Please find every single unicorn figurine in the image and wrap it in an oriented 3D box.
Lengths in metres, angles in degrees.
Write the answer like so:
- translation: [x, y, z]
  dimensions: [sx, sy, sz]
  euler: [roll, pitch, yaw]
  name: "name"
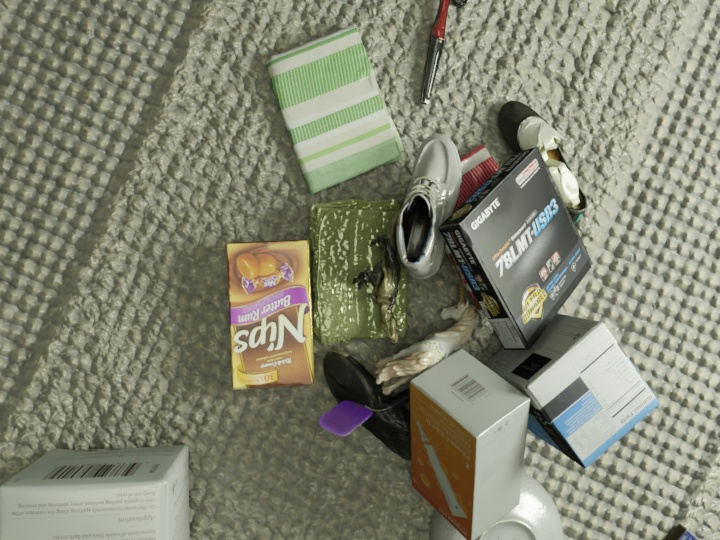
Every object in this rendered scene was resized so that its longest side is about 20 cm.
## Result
- translation: [0.096, 0.107, 0.999]
  dimensions: [0.137, 0.200, 0.074]
  euler: [-35, 99, 23]
  name: "unicorn figurine"

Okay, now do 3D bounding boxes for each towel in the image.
- translation: [0.177, -0.064, 1.037]
  dimensions: [0.143, 0.023, 0.202]
  euler: [-33, 92, -16]
  name: "towel"
- translation: [-0.037, -0.231, 1.031]
  dimensions: [0.150, 0.023, 0.203]
  euler: [-21, 93, -4]
  name: "towel"
- translation: [0.000, 0.000, 1.019]
  dimensions: [0.146, 0.036, 0.204]
  euler: [-3, 91, -16]
  name: "towel"

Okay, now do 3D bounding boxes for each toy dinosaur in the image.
- translation: [0.034, -0.006, 0.978]
  dimensions: [0.047, 0.088, 0.204]
  euler: [4, 82, 30]
  name: "toy dinosaur"

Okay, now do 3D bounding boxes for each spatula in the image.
- translation: [0.025, 0.181, 0.969]
  dimensions: [0.198, 0.056, 0.021]
  euler: [-8, 107, -48]
  name: "spatula"

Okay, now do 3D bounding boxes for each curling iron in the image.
- translation: [0.122, -0.339, 1.040]
  dimensions: [0.049, 0.026, 0.203]
  euler: [18, 89, -2]
  name: "curling iron"

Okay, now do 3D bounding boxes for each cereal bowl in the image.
- translation: [0.200, 0.388, 1.025]
  dimensions: [0.196, 0.083, 0.204]
  euler: [0, 91, -5]
  name: "cereal bowl"

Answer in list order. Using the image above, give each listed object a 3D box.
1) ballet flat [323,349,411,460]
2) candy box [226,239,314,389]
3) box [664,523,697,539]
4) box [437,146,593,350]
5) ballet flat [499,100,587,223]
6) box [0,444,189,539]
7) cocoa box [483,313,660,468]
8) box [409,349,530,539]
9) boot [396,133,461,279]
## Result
- translation: [0.020, 0.192, 1.033]
  dimensions: [0.200, 0.057, 0.066]
  euler: [46, 114, 1]
  name: "ballet flat"
- translation: [-0.125, 0.060, 1.009]
  dimensions: [0.114, 0.056, 0.204]
  euler: [-3, 92, -6]
  name: "candy box"
- translation: [0.511, 0.495, 1.077]
  dimensions: [0.200, 0.032, 0.121]
  euler: [44, 87, -2]
  name: "box"
- translation: [0.218, -0.031, 0.977]
  dimensions: [0.200, 0.049, 0.200]
  euler: [-42, 111, -33]
  name: "box"
- translation: [0.271, -0.161, 1.034]
  dimensions: [0.067, 0.068, 0.202]
  euler: [-32, 93, -10]
  name: "ballet flat"
- translation: [-0.327, 0.331, 0.921]
  dimensions: [0.195, 0.200, 0.175]
  euler: [-1, 89, -5]
  name: "box"
- translation: [0.275, 0.152, 0.970]
  dimensions: [0.133, 0.200, 0.132]
  euler: [-38, 94, -4]
  name: "cocoa box"
- translation: [0.139, 0.229, 0.942]
  dimensions: [0.097, 0.124, 0.203]
  euler: [-26, 130, -28]
  name: "box"
- translation: [0.091, -0.093, 0.953]
  dimensions: [0.072, 0.096, 0.204]
  euler: [5, 83, 13]
  name: "boot"
